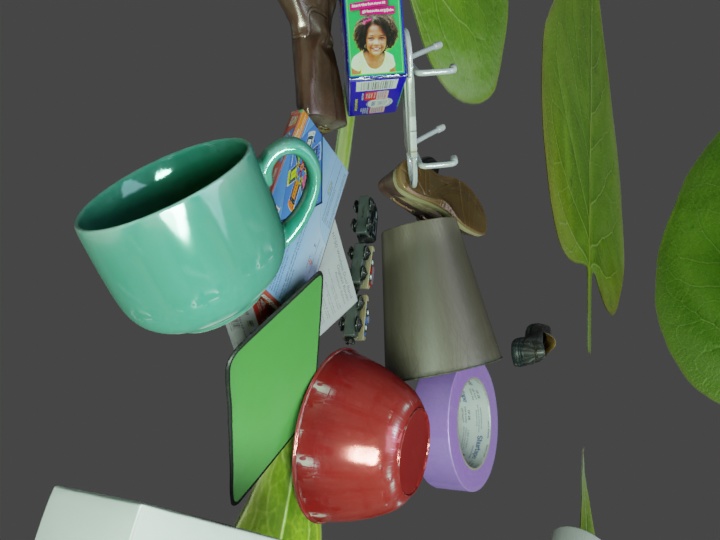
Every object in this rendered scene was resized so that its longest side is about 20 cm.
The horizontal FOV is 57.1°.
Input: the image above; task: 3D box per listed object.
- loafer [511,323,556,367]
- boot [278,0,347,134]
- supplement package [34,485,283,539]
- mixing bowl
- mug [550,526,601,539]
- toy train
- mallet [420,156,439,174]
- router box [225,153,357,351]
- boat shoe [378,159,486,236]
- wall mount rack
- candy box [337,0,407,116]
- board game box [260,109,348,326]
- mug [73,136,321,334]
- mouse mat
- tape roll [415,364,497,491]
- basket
[{"bbox_3d":[0.389,0.161,1.432,0.199,0.071,0.075,-25,106,-57],"label":"loafer"},{"bbox_3d":[-0.072,-0.263,0.772,0.185,0.063,0.207,-5,94,-60],"label":"boot"},{"bbox_3d":[-0.149,0.251,0.520,0.200,0.111,0.112,42,53,-48],"label":"supplement package"},{"bbox_3d":[0.016,0.200,0.766,0.199,0.106,0.207,-19,112,-61],"label":"mixing bowl"},{"bbox_3d":[0.462,0.676,1.416,0.153,0.147,0.190,-47,118,-40],"label":"mug"},{"bbox_3d":[0.000,0.000,0.873,0.046,0.033,0.206,47,46,-60],"label":"toy train"},{"bbox_3d":[0.115,-0.083,1.067,0.066,0.040,0.205,-44,126,-47],"label":"mallet"},{"bbox_3d":[-0.088,-0.021,0.716,0.179,0.048,0.205,-40,119,-53],"label":"router box"},{"bbox_3d":[0.109,-0.099,0.993,0.197,0.071,0.074,20,62,-36],"label":"boat shoe"},{"bbox_3d":[0.090,-0.223,0.884,0.175,0.072,0.205,-96,-179,-63],"label":"wall mount rack"},{"bbox_3d":[0.011,-0.316,0.825,0.169,0.074,0.207,170,-85,-88],"label":"candy box"},{"bbox_3d":[-0.067,-0.057,0.693,0.103,0.019,0.204,50,45,-44],"label":"board game box"},{"bbox_3d":[-0.123,-0.024,0.537,0.153,0.180,0.117,-64,140,-53],"label":"mug"},{"bbox_3d":[-0.083,0.117,0.661,0.161,0.007,0.205,-45,149,-49],"label":"mouse mat"},{"bbox_3d":[0.154,0.241,1.052,0.198,0.064,0.207,16,71,-56],"label":"tape roll"},{"bbox_3d":[0.101,0.037,0.932,0.175,0.136,0.207,-8,85,-20],"label":"basket"}]
